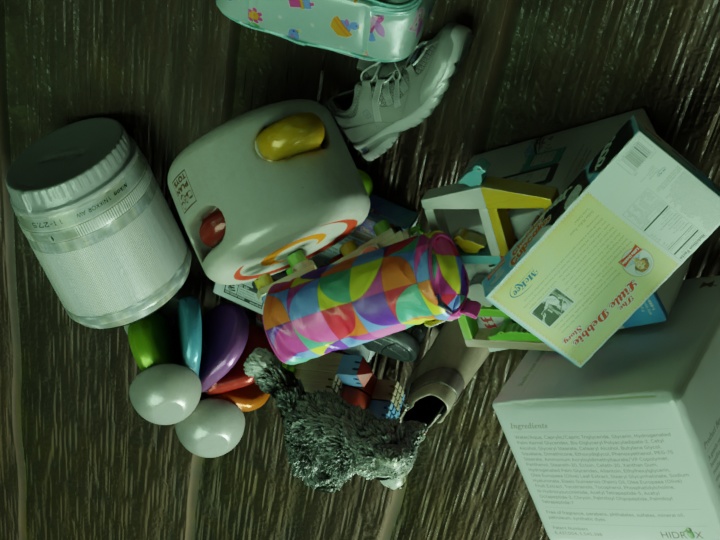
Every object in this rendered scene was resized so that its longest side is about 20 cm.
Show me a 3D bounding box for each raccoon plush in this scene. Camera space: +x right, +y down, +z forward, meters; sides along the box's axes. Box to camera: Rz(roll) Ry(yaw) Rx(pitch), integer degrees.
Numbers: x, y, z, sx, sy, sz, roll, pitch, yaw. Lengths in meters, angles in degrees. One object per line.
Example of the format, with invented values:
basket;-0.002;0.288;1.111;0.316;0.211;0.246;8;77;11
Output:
raccoon plush;-0.027;0.156;1.573;0.200;0.097;0.133;42;140;-19

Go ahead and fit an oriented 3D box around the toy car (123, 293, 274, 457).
toy car;-0.181;0.103;1.761;0.149;0.176;0.200;-31;133;18

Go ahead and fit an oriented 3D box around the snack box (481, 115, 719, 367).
snack box;0.212;-0.021;1.302;0.116;0.037;0.200;35;111;-17

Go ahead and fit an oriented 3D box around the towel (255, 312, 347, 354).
towel;-0.057;0.061;1.763;0.142;0.023;0.202;21;134;16

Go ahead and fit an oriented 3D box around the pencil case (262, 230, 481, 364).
pencil case;0.007;0.029;1.390;0.198;0.089;0.089;-15;120;28

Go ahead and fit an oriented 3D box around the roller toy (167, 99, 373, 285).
roller toy;-0.094;-0.083;1.494;0.181;0.200;0.141;-27;81;11

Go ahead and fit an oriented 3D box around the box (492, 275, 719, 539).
box;0.269;0.133;1.427;0.198;0.199;0.173;-6;119;37

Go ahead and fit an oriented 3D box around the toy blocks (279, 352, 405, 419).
toy blocks;-0.008;0.155;1.706;0.135;0.101;0.201;4;147;26

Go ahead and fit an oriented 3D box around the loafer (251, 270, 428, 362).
loafer;-0.018;0.034;1.612;0.198;0.063;0.072;23;157;14

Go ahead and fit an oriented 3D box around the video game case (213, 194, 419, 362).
video game case;-0.052;-0.018;1.649;0.198;0.046;0.183;24;126;10

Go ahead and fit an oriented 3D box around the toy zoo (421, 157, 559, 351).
toy zoo;0.132;-0.012;1.374;0.130;0.021;0.202;2;127;30

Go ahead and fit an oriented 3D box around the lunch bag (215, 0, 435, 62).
lunch bag;-0.026;-0.277;1.347;0.197;0.161;0.078;17;140;7

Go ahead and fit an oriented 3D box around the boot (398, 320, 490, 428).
boot;0.107;0.088;1.599;0.070;0.147;0.201;30;137;1

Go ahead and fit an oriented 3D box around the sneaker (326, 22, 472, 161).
sneaker;0.033;-0.180;1.454;0.082;0.075;0.200;39;137;-10

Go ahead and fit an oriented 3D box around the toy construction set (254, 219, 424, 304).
toy construction set;0.000;0.000;1.511;0.197;0.131;0.093;-15;82;11

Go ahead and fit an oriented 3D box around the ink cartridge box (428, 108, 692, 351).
ink cartridge box;0.195;-0.035;1.439;0.198;0.147;0.148;-14;120;38

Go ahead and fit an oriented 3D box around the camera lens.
camera lens;-0.292;-0.049;1.698;0.158;0.161;0.202;-2;127;31
